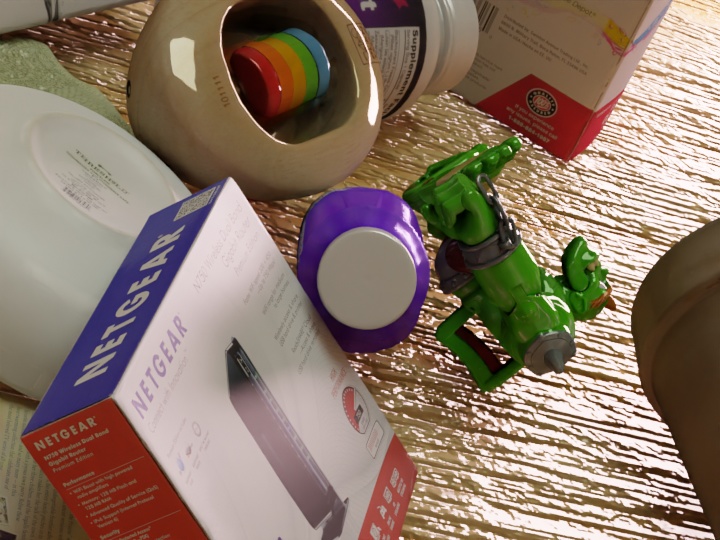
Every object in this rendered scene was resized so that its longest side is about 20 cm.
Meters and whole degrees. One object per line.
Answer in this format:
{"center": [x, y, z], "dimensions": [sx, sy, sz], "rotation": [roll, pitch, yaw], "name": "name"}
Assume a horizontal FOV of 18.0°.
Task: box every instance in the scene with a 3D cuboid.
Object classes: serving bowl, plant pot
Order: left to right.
{"center": [-0.140, -0.023, 1.093], "dimensions": [0.199, 0.066, 0.201], "rotation": [30, 29, -18], "name": "serving bowl"}
{"center": [0.248, 0.087, 1.213], "dimensions": [0.199, 0.200, 0.174], "rotation": [17, 49, -18], "name": "plant pot"}

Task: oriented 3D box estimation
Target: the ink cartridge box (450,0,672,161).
{"center": [0.133, -0.198, 1.514], "dimensions": [0.147, 0.201, 0.086], "rotation": [35, 31, 12], "name": "ink cartridge box"}

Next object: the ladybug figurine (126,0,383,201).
{"center": [-0.059, -0.099, 1.223], "dimensions": [0.200, 0.072, 0.136], "rotation": [-21, 87, -56], "name": "ladybug figurine"}

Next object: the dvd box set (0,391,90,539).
{"center": [-0.172, 0.102, 0.981], "dimensions": [0.199, 0.030, 0.147], "rotation": [18, 31, -14], "name": "dvd box set"}

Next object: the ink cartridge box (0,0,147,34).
{"center": [-0.202, -0.220, 1.320], "dimensions": [0.084, 0.147, 0.200], "rotation": [7, 17, 33], "name": "ink cartridge box"}

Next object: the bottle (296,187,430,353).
{"center": [0.000, 0.000, 1.149], "dimensions": [0.065, 0.084, 0.200], "rotation": [0, 3, -2], "name": "bottle"}

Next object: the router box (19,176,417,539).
{"center": [-0.053, 0.083, 0.996], "dimensions": [0.180, 0.049, 0.200], "rotation": [58, 24, -20], "name": "router box"}

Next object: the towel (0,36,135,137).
{"center": [-0.201, -0.070, 1.216], "dimensions": [0.148, 0.037, 0.200], "rotation": [38, 32, 20], "name": "towel"}

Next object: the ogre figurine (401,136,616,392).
{"center": [0.075, -0.005, 1.250], "dimensions": [0.098, 0.200, 0.120], "rotation": [-31, 96, -17], "name": "ogre figurine"}

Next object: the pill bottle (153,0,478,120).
{"center": [-0.022, -0.145, 1.398], "dimensions": [0.199, 0.112, 0.111], "rotation": [-8, 45, -46], "name": "pill bottle"}
